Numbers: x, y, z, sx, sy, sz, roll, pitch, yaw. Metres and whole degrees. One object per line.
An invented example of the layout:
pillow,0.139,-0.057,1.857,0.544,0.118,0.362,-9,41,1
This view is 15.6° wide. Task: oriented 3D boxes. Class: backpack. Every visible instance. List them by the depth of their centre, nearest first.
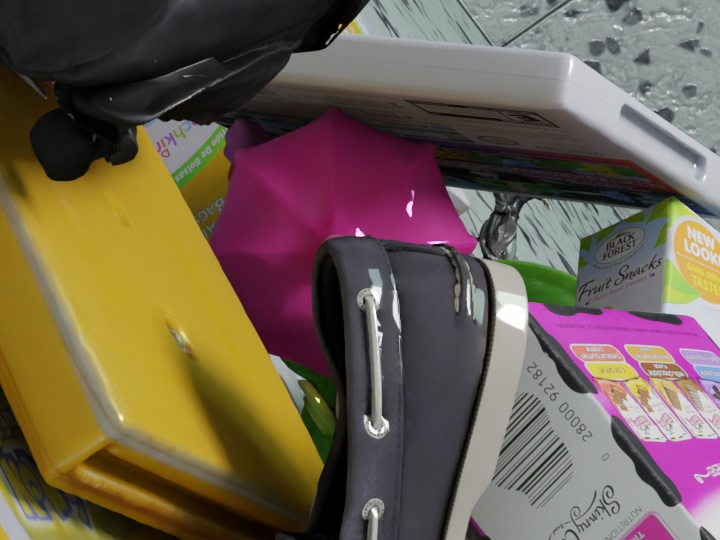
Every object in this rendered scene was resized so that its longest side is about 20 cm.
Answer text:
backpack,-0.047,-0.118,0.767,0.127,0.167,0.200,50,3,3

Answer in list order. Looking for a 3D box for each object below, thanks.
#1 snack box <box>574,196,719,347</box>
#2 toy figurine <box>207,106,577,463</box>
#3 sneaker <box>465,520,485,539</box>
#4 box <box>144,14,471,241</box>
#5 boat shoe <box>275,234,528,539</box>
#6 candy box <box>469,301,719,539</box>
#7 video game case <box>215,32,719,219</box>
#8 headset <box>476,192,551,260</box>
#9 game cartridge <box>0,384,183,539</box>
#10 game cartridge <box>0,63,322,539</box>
snack box,0.161,0.084,1.004,0.200,0.053,0.143,35,45,-32
toy figurine,0.000,0.000,1.002,0.200,0.150,0.184,49,-4,39
sneaker,0.017,0.136,0.798,0.075,0.100,0.201,35,32,-25
box,-0.052,-0.089,1.195,0.201,0.112,0.101,62,11,24
boat shoe,-0.009,0.087,0.745,0.062,0.201,0.073,18,-6,-23
candy box,0.118,0.103,0.803,0.200,0.061,0.136,51,22,23
video game case,0.024,-0.058,0.988,0.182,0.199,0.023,23,76,-60
headset,0.075,0.040,1.251,0.200,0.123,0.094,76,19,-51
game cartridge,-0.101,0.050,0.731,0.200,0.032,0.176,55,10,2
game cartridge,-0.086,-0.010,0.795,0.201,0.032,0.176,60,10,24
